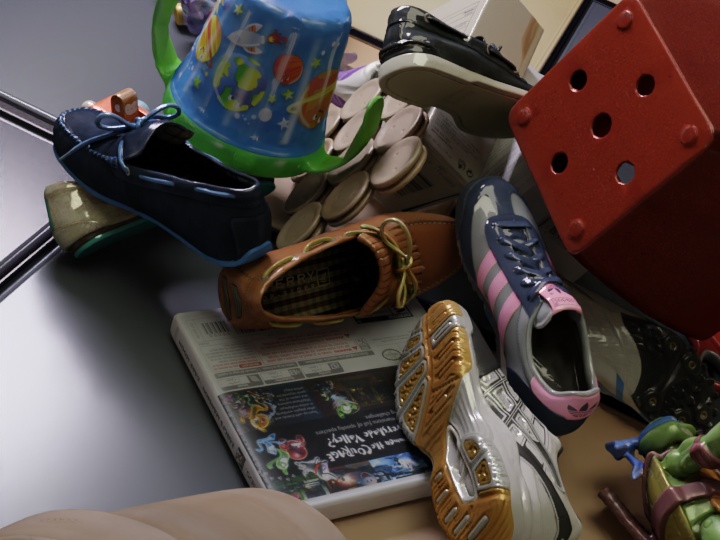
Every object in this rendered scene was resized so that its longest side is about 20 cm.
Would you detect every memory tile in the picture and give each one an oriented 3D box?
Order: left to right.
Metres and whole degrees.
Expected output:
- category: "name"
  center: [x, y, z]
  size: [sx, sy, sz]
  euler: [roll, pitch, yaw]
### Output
- category: "memory tile"
  center: [-0.002, -0.099, 0.937]
  size: [0.017, 0.153, 0.200]
  euler: [44, 30, -25]

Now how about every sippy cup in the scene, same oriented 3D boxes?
- category: "sippy cup"
  center: [-0.072, -0.163, 0.889]
  size: [0.178, 0.130, 0.140]
  euler: [13, 35, -21]

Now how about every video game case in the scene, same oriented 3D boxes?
- category: "video game case"
  center: [-0.008, 0.086, 0.792]
  size: [0.200, 0.023, 0.182]
  euler: [-6, 43, -32]

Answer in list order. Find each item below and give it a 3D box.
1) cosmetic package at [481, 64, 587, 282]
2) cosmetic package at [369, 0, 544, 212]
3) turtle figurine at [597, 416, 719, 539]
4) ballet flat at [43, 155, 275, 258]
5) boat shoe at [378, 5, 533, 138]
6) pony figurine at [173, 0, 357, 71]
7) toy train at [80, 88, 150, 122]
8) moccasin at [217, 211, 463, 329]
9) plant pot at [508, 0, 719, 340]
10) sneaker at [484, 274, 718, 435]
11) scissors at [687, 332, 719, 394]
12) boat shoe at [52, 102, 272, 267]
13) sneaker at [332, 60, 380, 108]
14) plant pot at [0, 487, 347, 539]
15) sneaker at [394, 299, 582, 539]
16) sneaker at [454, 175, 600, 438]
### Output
- category: "cosmetic package"
  center: [0.162, -0.099, 1.028]
  size: [0.113, 0.081, 0.200]
  euler: [36, 26, -28]
- category: "cosmetic package"
  center: [0.076, -0.152, 0.997]
  size: [0.071, 0.105, 0.200]
  euler: [42, 57, -25]
- category: "turtle figurine"
  center: [0.268, 0.161, 0.728]
  size: [0.200, 0.144, 0.194]
  euler: [8, 42, -11]
- category: "ballet flat"
  center: [-0.149, -0.066, 0.872]
  size: [0.200, 0.067, 0.062]
  euler: [-22, 82, -43]
- category: "boat shoe"
  center: [0.084, -0.153, 0.883]
  size: [0.199, 0.074, 0.066]
  euler: [10, 68, -44]
- category: "pony figurine"
  center: [-0.090, -0.293, 1.149]
  size: [0.200, 0.167, 0.193]
  euler: [-12, 37, -15]
- category: "toy train"
  center: [-0.137, -0.140, 0.989]
  size: [0.150, 0.056, 0.200]
  euler: [35, 39, 18]
- category: "moccasin"
  center: [0.000, -0.002, 0.809]
  size: [0.201, 0.074, 0.078]
  euler: [-7, 10, -34]
- category: "plant pot"
  center: [0.228, -0.088, 0.833]
  size: [0.176, 0.200, 0.200]
  euler: [9, 50, -39]
- category: "sneaker"
  center: [0.187, 0.061, 0.885]
  size: [0.200, 0.072, 0.072]
  euler: [32, -8, -1]
- category: "scissors"
  center: [0.292, 0.041, 1.002]
  size: [0.073, 0.014, 0.200]
  euler: [2, 39, -20]
- category: "boat shoe"
  center: [-0.133, -0.078, 0.793]
  size: [0.200, 0.069, 0.084]
  euler: [26, 41, 22]
- category: "sneaker"
  center: [0.053, -0.179, 1.116]
  size: [0.200, 0.081, 0.083]
  euler: [-1, 12, -42]
- category: "plant pot"
  center: [-0.081, 0.182, 0.516]
  size: [0.200, 0.200, 0.174]
  euler: [31, 22, 14]
- category: "sneaker"
  center: [0.083, 0.107, 0.746]
  size: [0.088, 0.076, 0.200]
  euler: [20, 36, -28]
- category: "sneaker"
  center: [0.124, 0.015, 0.800]
  size: [0.070, 0.082, 0.200]
  euler: [-9, 73, -22]
